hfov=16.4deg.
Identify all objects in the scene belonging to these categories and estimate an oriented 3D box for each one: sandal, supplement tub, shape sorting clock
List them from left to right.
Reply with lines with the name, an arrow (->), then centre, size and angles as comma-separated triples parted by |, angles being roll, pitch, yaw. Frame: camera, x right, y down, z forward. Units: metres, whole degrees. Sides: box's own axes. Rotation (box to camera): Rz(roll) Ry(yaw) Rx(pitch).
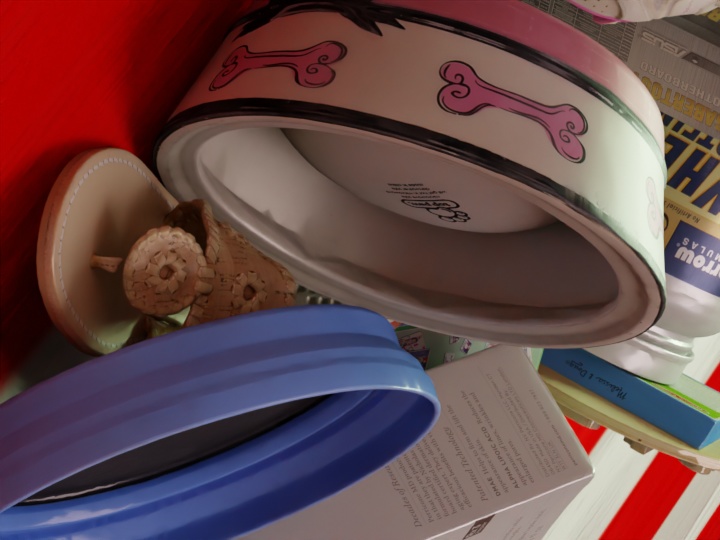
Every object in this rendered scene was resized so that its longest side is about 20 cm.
sandal -> -0.055, 0.007, 0.947 | 0.212, 0.070, 0.078 | 53, 45, -71
shape sorting clock -> 0.143, 0.067, 1.406 | 0.039, 0.200, 0.200 | -63, 162, 8
supplement tub -> 0.169, -0.052, 1.375 | 0.200, 0.144, 0.144 | -62, 162, 9

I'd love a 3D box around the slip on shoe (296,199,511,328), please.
slip on shoe -> 0.000, 0.000, 1.069 | 0.200, 0.074, 0.061 | -40, 172, 13

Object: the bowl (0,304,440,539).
bowl -> -0.070, 0.068, 0.932 | 0.201, 0.039, 0.201 | -19, 164, -6

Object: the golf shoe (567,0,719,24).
golf shoe -> 0.103, -0.131, 0.970 | 0.091, 0.075, 0.200 | -18, 166, 19

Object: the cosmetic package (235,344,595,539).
cosmetic package -> -0.007, 0.115, 1.135 | 0.200, 0.081, 0.113 | -21, 157, -27

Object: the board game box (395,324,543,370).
board game box -> 0.024, 0.029, 1.182 | 0.135, 0.029, 0.200 | -9, 141, -18

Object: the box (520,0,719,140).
box -> 0.166, -0.133, 1.141 | 0.158, 0.200, 0.048 | -44, 154, -41

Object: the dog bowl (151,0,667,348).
dog bowl -> 0.027, -0.043, 0.943 | 0.200, 0.200, 0.074 | 72, 33, -67
